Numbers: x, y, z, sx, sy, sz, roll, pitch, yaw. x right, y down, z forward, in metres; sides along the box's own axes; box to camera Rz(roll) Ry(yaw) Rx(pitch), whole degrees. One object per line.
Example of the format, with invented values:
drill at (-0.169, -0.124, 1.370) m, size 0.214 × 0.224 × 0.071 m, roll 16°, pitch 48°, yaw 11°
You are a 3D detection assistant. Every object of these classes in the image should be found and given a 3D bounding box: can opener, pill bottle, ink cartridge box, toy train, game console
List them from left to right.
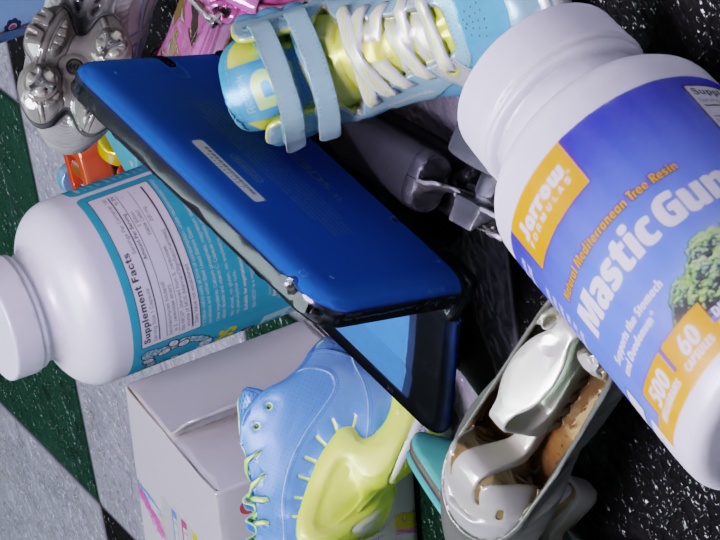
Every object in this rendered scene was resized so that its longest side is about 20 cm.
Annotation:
toy train at (-0.149, -0.079, 1.729) m, size 0.200 × 0.055 × 0.151 m, roll 28°, pitch 135°, yaw 62°
pill bottle at (-0.121, -0.004, 1.535) m, size 0.111 × 0.199 × 0.111 m, roll 48°, pitch 150°, yaw 41°
game console at (-0.048, -0.007, 1.343) m, size 0.200 × 0.170 × 0.119 m, roll 42°, pitch 120°, yaw 27°
ink cartridge box at (-0.050, 0.135, 1.589) m, size 0.125 × 0.128 × 0.201 m, roll 42°, pitch 144°, yaw 48°
can opener at (0.045, -0.061, 1.332) m, size 0.200 × 0.053 × 0.067 m, roll 35°, pitch 107°, yaw 54°
pill bottle at (0.124, -0.017, 1.091) m, size 0.200 × 0.112 × 0.112 m, roll 52°, pitch 152°, yaw 34°

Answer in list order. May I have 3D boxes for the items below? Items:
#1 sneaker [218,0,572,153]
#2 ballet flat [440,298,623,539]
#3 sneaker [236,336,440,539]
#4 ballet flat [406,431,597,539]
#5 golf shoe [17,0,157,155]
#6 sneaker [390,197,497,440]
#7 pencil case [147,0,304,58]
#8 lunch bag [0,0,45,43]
sneaker at (0.009, -0.099, 1.253) m, size 0.200 × 0.130 × 0.080 m, roll -9°, pitch 100°, yaw 66°
ballet flat at (0.073, 0.074, 1.260) m, size 0.067 × 0.064 × 0.200 m, roll 48°, pitch 128°, yaw 23°
sneaker at (-0.038, 0.125, 1.470) m, size 0.105 × 0.200 × 0.076 m, roll 31°, pitch 172°, yaw 14°
ballet flat at (0.103, 0.146, 1.347) m, size 0.200 × 0.070 × 0.067 m, roll 55°, pitch -161°, yaw 21°
golf shoe at (-0.147, -0.159, 1.528) m, size 0.097 × 0.078 × 0.201 m, roll 109°, pitch 180°, yaw -73°
sneaker at (0.002, -0.001, 1.438) m, size 0.200 × 0.060 × 0.105 m, roll 37°, pitch 140°, yaw 40°
pencil case at (-0.068, -0.133, 1.451) m, size 0.200 × 0.086 × 0.083 m, roll 123°, pitch 136°, yaw -66°
lunch bag at (-0.213, -0.244, 1.600) m, size 0.094 × 0.150 × 0.201 m, roll -11°, pitch 99°, yaw 67°
